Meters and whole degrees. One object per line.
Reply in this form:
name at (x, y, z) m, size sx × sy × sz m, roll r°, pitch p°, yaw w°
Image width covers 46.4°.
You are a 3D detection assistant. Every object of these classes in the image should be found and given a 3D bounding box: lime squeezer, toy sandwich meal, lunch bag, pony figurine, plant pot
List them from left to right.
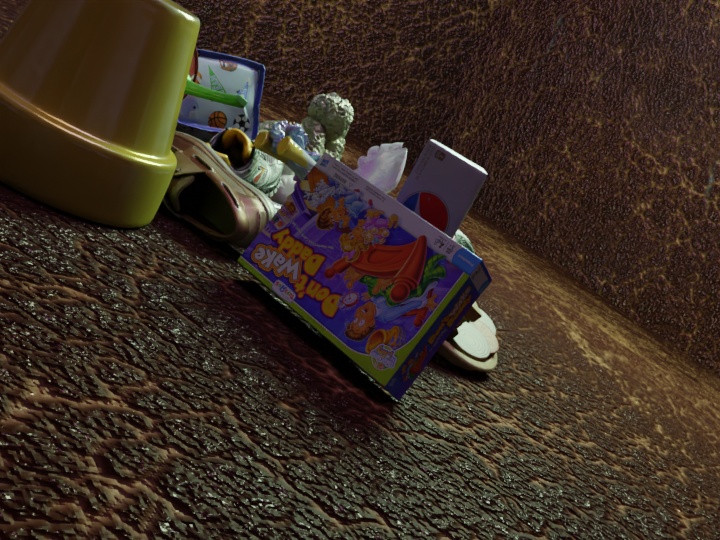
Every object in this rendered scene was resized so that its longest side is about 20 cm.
plant pot at (-0.240, -0.171, 0.757) m, size 0.198 × 0.191 × 0.201 m, roll 29°, pitch 10°, yaw -6°
lunch bag at (-0.249, -0.241, 1.114) m, size 0.196 × 0.127 × 0.169 m, roll 5°, pitch 2°, yaw -30°
lime squeezer at (-0.188, -0.178, 0.873) m, size 0.070 × 0.039 × 0.198 m, roll 24°, pitch -17°, yaw -31°
pony figurine at (-0.040, -0.085, 0.987) m, size 0.199 × 0.165 × 0.196 m, roll 36°, pitch 42°, yaw -37°
toy sandwich meal at (0.102, 0.024, 0.967) m, size 0.204 × 0.070 × 0.206 m, roll 40°, pitch 22°, yaw -19°

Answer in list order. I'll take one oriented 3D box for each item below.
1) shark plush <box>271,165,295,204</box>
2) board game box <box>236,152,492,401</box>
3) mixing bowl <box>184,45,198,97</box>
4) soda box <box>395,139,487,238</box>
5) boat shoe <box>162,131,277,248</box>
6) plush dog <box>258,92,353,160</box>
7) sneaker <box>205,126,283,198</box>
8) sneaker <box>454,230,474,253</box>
shark plush at (-0.081, -0.091, 1.144) m, size 0.197 × 0.093 × 0.083 m, roll 20°, pitch -17°, yaw -20°
board game box at (0.000, 0.000, 0.757) m, size 0.199 × 0.135 × 0.045 m, roll 36°, pitch -6°, yaw 30°
mixing bowl at (-0.287, -0.216, 0.921) m, size 0.197 × 0.200 × 0.110 m, roll 26°, pitch 50°, yaw -18°
soda box at (0.049, -0.025, 0.831) m, size 0.067 × 0.203 × 0.064 m, roll 29°, pitch 11°, yaw 3°
boat shoe at (-0.176, -0.090, 0.872) m, size 0.198 × 0.077 × 0.071 m, roll 30°, pitch 17°, yaw 22°
plush dog at (-0.114, -0.160, 1.216) m, size 0.198 × 0.164 × 0.170 m, roll -14°, pitch -7°, yaw 42°
sneaker at (-0.139, -0.127, 1.000) m, size 0.077 × 0.083 × 0.200 m, roll 31°, pitch 26°, yaw 6°
sneaker at (0.126, -0.021, 1.381) m, size 0.197 × 0.081 × 0.087 m, roll 7°, pitch 36°, yaw -45°
